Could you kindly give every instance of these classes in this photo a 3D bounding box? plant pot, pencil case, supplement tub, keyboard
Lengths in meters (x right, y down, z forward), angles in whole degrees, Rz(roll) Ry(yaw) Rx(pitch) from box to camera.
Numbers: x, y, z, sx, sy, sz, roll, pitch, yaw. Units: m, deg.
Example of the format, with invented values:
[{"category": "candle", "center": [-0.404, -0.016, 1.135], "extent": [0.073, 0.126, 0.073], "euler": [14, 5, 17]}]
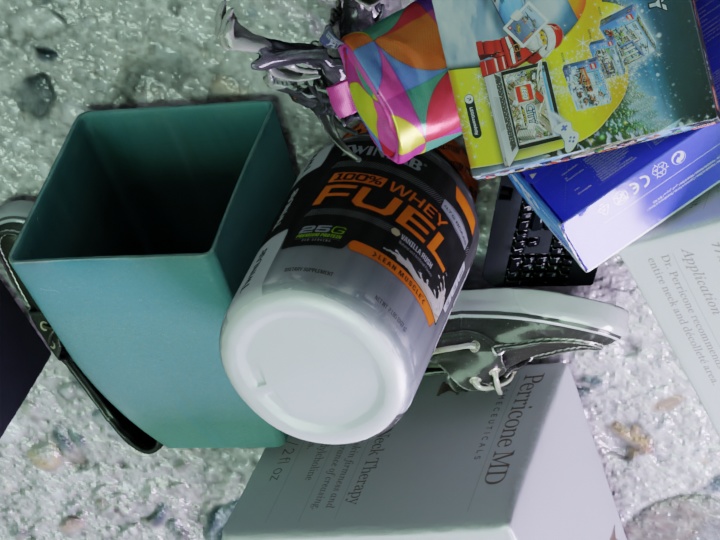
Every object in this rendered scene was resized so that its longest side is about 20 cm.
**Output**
[{"category": "plant pot", "center": [-0.108, 0.016, 1.799], "extent": [0.141, 0.141, 0.200], "euler": [-1, 133, 22]}, {"category": "pencil case", "center": [0.079, -0.136, 1.582], "extent": [0.200, 0.088, 0.089], "euler": [-27, 121, -8]}, {"category": "supplement tub", "center": [0.000, 0.000, 1.699], "extent": [0.122, 0.200, 0.123], "euler": [10, 130, 13]}, {"category": "keyboard", "center": [0.135, -0.041, 1.677], "extent": [0.104, 0.040, 0.200], "euler": [-6, 148, -8]}]

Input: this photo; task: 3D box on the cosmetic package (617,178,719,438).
[{"category": "cosmetic package", "center": [0.282, -0.020, 1.596], "extent": [0.200, 0.167, 0.168], "euler": [-13, 121, 30]}]

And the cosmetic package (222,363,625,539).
[{"category": "cosmetic package", "center": [0.047, 0.179, 1.834], "extent": [0.199, 0.168, 0.167], "euler": [-5, 124, 24]}]

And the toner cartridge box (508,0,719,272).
[{"category": "toner cartridge box", "center": [0.180, -0.091, 1.559], "extent": [0.200, 0.095, 0.043], "euler": [-34, 129, -1]}]

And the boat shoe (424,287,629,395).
[{"category": "boat shoe", "center": [0.077, 0.048, 1.783], "extent": [0.199, 0.064, 0.071], "euler": [-1, 168, 29]}]

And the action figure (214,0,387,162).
[{"category": "action figure", "center": [-0.030, -0.163, 1.644], "extent": [0.102, 0.119, 0.201], "euler": [5, 120, 2]}]

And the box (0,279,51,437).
[{"category": "box", "center": [-0.352, 0.042, 1.933], "extent": [0.200, 0.104, 0.182], "euler": [-15, 119, 30]}]

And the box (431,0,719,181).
[{"category": "box", "center": [0.106, -0.161, 1.507], "extent": [0.136, 0.038, 0.201], "euler": [-13, 87, 10]}]

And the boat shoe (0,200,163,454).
[{"category": "boat shoe", "center": [-0.183, 0.039, 1.896], "extent": [0.069, 0.057, 0.200], "euler": [-24, 115, 34]}]
